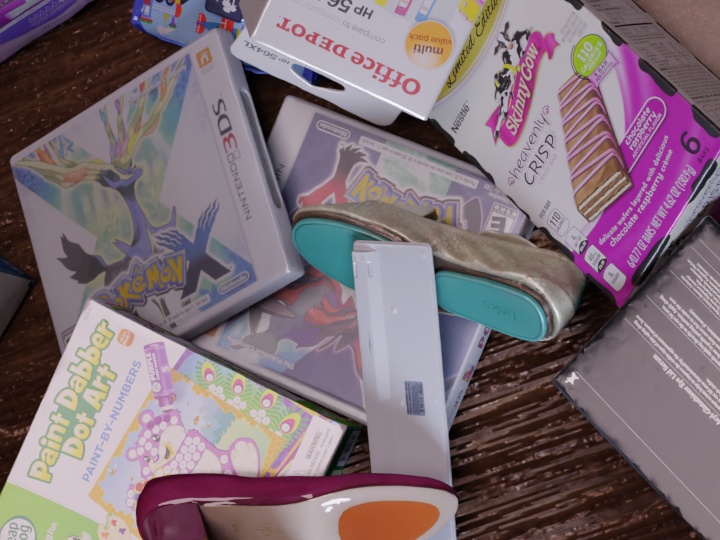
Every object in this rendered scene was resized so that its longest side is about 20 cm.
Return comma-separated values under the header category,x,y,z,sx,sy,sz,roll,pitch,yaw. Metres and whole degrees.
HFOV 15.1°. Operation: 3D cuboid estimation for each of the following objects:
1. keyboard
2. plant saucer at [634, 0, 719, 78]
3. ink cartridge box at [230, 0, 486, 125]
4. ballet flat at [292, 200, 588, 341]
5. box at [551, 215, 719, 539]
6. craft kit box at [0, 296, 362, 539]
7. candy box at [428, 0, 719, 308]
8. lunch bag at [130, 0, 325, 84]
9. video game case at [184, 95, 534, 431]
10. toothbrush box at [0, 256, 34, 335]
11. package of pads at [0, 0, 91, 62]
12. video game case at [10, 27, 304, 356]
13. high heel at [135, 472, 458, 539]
category,x,y,z,sx,sy,sz,roll,pitch,yaw
keyboard,0.028,0.080,1.708,0.056,0.011,0.201,1,105,25
plant saucer,0.236,-0.187,1.705,0.199,0.037,0.201,-6,76,23
ink cartridge box,0.013,-0.195,1.708,0.128,0.125,0.201,24,101,-11
ballet flat,0.052,-0.006,1.717,0.199,0.068,0.062,21,48,24
box,0.235,0.089,1.623,0.141,0.079,0.200,-45,66,6
craft kit box,-0.128,0.148,1.764,0.197,0.048,0.201,25,93,17
candy box,0.144,-0.093,1.683,0.200,0.061,0.137,46,123,28
lunch bag,-0.068,-0.223,1.832,0.150,0.094,0.201,18,99,25
video game case,0.000,0.000,1.777,0.199,0.023,0.183,22,89,26
toothbrush box,-0.352,0.012,1.897,0.200,0.085,0.147,34,94,27
package of pads,-0.247,-0.212,1.878,0.200,0.120,0.076,-31,68,16
video game case,-0.141,-0.038,1.825,0.200,0.022,0.183,-29,67,30
high heel,-0.042,0.141,1.702,0.199,0.068,0.096,-7,32,-6
